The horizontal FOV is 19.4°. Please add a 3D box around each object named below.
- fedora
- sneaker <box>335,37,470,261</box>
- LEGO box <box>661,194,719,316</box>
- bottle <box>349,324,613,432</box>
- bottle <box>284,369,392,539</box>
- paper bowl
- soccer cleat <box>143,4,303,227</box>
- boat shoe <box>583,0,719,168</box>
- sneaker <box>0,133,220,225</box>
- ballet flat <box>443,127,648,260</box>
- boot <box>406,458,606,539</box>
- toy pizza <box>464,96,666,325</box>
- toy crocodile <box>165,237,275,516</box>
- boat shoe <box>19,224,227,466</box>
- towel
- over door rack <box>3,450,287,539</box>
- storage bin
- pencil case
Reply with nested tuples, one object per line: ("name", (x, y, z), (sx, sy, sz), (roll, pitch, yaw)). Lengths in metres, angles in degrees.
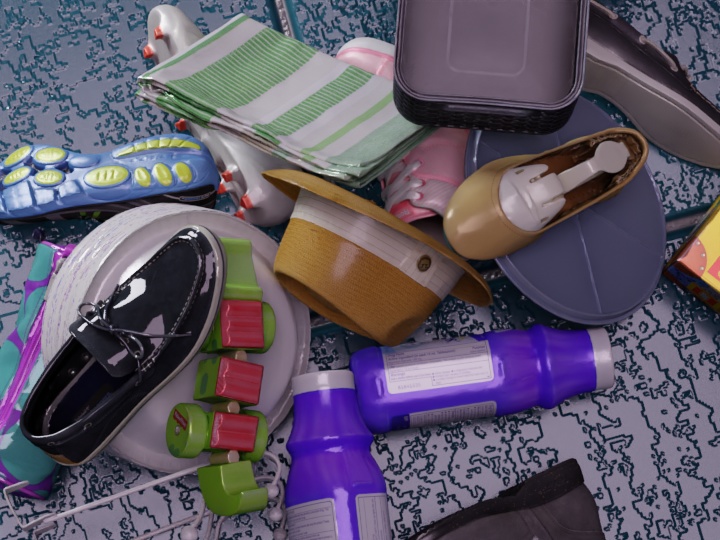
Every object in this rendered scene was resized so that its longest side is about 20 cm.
("fedora", (0.000, 0.000, 1.545), (0.200, 0.201, 0.082), (29, 85, 3))
("sneaker", (0.037, -0.089, 1.639), (0.200, 0.075, 0.105), (46, 52, 2))
("LEGO box", (0.359, -0.034, 1.656), (0.149, 0.077, 0.200), (38, 82, 4))
("bottle", (0.093, 0.081, 1.619), (0.200, 0.084, 0.065), (-8, 84, -2))
("bottle", (-0.017, 0.175, 1.542), (0.065, 0.083, 0.200), (0, 77, -32))
("paper bowl", (-0.128, 0.053, 1.571), (0.200, 0.104, 0.201), (-5, 100, -32))
("soccer cleat", (-0.103, -0.126, 1.667), (0.077, 0.069, 0.200), (-26, 81, -26))
("boat shoe", (0.227, -0.153, 1.676), (0.200, 0.074, 0.060), (31, 64, -2))
("sneaker", (-0.206, -0.056, 1.643), (0.199, 0.083, 0.071), (-5, 52, 11))
("ballet flat", (0.141, -0.066, 1.570), (0.200, 0.063, 0.069), (-29, 90, -40))
("boot", (0.115, 0.236, 1.593), (0.200, 0.070, 0.132), (-23, 82, -20))
("toy pizza", (0.156, -0.050, 1.637), (0.200, 0.032, 0.201), (15, 62, -31))
("toy crocodile", (-0.093, 0.074, 1.486), (0.067, 0.062, 0.200), (9, 76, -31))
("boat shoe", (-0.165, 0.052, 1.460), (0.200, 0.062, 0.075), (-50, 59, 9))
("towel", (-0.048, -0.131, 1.582), (0.200, 0.023, 0.153), (24, 37, 22))
("over door rack", (-0.153, 0.192, 1.569), (0.200, 0.148, 0.067), (-9, 69, -4))
("storage bin", (0.096, -0.207, 1.523), (0.135, 0.094, 0.200), (4, 82, 2))
("pencil case", (-0.244, 0.074, 1.611), (0.085, 0.092, 0.200), (18, 82, 20))
